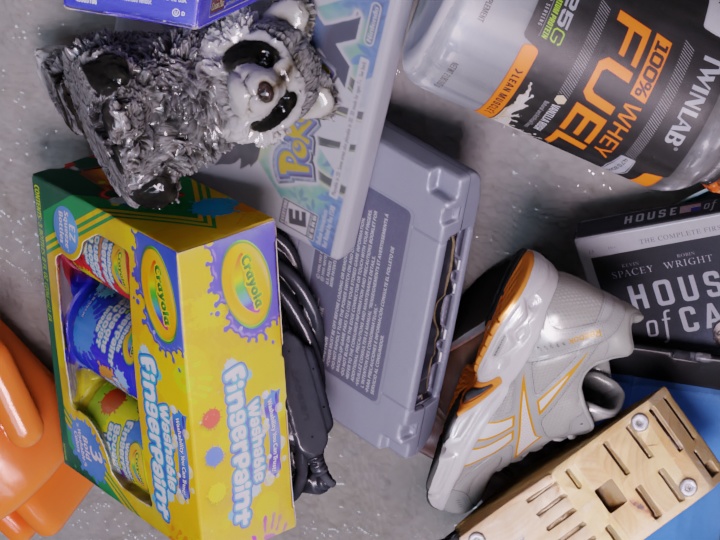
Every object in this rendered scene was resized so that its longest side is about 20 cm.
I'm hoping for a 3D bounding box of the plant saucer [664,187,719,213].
[{"bbox_3d":[0.253,0.024,1.287,0.198,0.027,0.202,7,124,10],"label":"plant saucer"}]

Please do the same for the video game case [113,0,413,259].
[{"bbox_3d":[-0.062,-0.129,1.235,0.181,0.022,0.201,29,128,20],"label":"video game case"}]

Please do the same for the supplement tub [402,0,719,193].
[{"bbox_3d":[0.133,-0.121,1.158,0.198,0.123,0.123,22,126,-9],"label":"supplement tub"}]

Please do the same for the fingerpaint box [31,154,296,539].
[{"bbox_3d":[-0.119,0.048,1.288,0.166,0.073,0.202,26,127,47],"label":"fingerpaint box"}]

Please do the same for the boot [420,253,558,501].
[{"bbox_3d":[0.125,0.098,1.345,0.200,0.064,0.186,40,135,-9],"label":"boot"}]

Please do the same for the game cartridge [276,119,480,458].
[{"bbox_3d":[0.000,0.000,1.296,0.133,0.041,0.201,29,127,27],"label":"game cartridge"}]

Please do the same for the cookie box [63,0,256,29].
[{"bbox_3d":[-0.085,-0.235,1.085,0.074,0.171,0.202,9,104,8],"label":"cookie box"}]

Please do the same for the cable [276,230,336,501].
[{"bbox_3d":[-0.079,0.050,1.346,0.163,0.051,0.202,-13,96,56],"label":"cable"}]

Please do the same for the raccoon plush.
[{"bbox_3d":[-0.101,-0.122,1.222,0.133,0.200,0.097,-25,130,-14],"label":"raccoon plush"}]

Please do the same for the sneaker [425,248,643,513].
[{"bbox_3d":[0.100,0.082,1.253,0.091,0.076,0.201,21,134,-1],"label":"sneaker"}]

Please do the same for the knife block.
[{"bbox_3d":[0.118,0.148,1.305,0.199,0.176,0.064,-37,89,5],"label":"knife block"}]

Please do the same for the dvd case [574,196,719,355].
[{"bbox_3d":[0.224,0.047,1.279,0.149,0.025,0.201,-10,120,20],"label":"dvd case"}]

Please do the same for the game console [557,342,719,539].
[{"bbox_3d":[0.202,0.156,1.274,0.115,0.176,0.201,-12,126,-17],"label":"game console"}]

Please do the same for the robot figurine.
[{"bbox_3d":[-0.259,0.087,1.406,0.116,0.144,0.200,-41,107,3],"label":"robot figurine"}]
